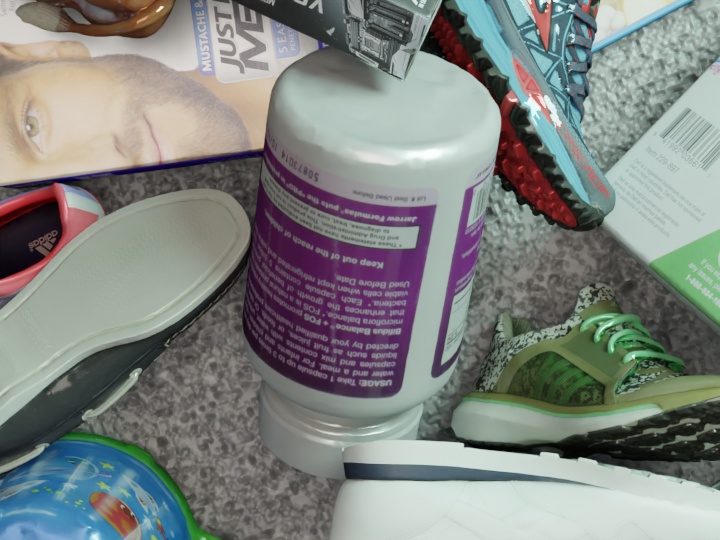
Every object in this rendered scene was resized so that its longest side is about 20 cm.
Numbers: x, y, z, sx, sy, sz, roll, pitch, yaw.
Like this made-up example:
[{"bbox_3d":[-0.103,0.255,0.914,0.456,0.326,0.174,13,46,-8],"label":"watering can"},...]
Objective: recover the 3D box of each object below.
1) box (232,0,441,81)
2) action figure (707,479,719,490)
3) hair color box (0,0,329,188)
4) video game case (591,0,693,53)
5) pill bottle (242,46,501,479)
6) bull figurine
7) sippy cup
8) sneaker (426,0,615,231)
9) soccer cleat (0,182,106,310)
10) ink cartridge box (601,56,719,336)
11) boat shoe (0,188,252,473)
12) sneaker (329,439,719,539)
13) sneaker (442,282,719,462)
[{"bbox_3d":[-0.011,-0.205,1.021,0.157,0.050,0.200,24,56,0],"label":"box"},{"bbox_3d":[0.266,0.103,1.085,0.199,0.102,0.119,5,97,4],"label":"action figure"},{"bbox_3d":[-0.095,-0.108,1.107,0.199,0.065,0.110,-8,92,4],"label":"hair color box"},{"bbox_3d":[0.097,-0.214,1.117,0.143,0.018,0.201,-27,91,4],"label":"video game case"},{"bbox_3d":[0.000,0.000,1.054,0.112,0.112,0.201,10,123,2],"label":"pill bottle"},{"bbox_3d":[-0.112,-0.190,1.061,0.121,0.200,0.065,3,137,18],"label":"bull figurine"},{"bbox_3d":[-0.154,0.156,1.086,0.178,0.130,0.140,-33,90,4],"label":"sippy cup"},{"bbox_3d":[0.088,-0.118,1.065,0.095,0.079,0.201,-24,80,-12],"label":"sneaker"},{"bbox_3d":[-0.221,0.013,1.104,0.199,0.076,0.067,-27,72,0],"label":"soccer cleat"},{"bbox_3d":[0.231,-0.053,1.048,0.200,0.145,0.087,-48,128,3],"label":"ink cartridge box"},{"bbox_3d":[-0.134,0.035,1.077,0.200,0.060,0.074,-38,57,-1],"label":"boat shoe"},{"bbox_3d":[0.085,0.127,1.030,0.199,0.076,0.081,5,81,2],"label":"sneaker"},{"bbox_3d":[0.120,0.047,1.060,0.077,0.200,0.089,17,75,-40],"label":"sneaker"}]
